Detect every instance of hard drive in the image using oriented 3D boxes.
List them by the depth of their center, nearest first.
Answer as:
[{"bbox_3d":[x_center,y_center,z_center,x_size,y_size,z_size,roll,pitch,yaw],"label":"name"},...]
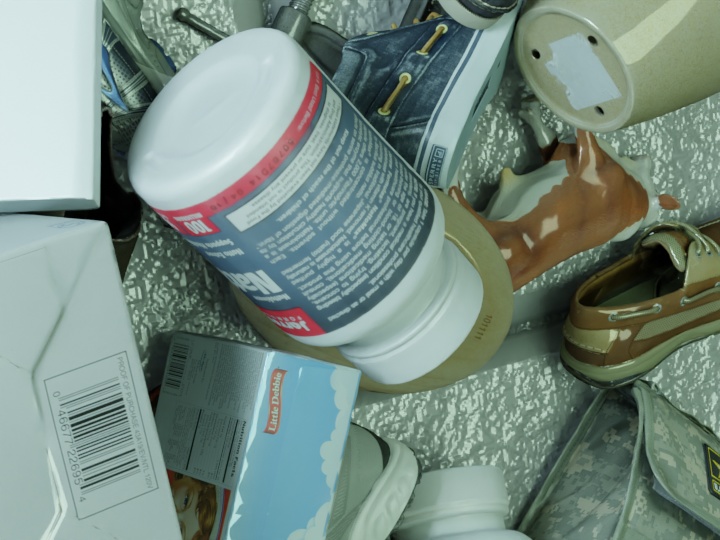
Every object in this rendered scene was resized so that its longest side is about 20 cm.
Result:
[{"bbox_3d":[-0.203,-0.129,1.099,0.132,0.027,0.200,-2,75,3],"label":"hard drive"}]

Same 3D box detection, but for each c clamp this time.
[{"bbox_3d":[-0.002,-0.194,1.301,0.171,0.027,0.200,36,75,-31],"label":"c clamp"}]

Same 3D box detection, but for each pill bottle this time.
[{"bbox_3d":[-0.023,-0.028,1.156,0.200,0.120,0.120,45,70,-32],"label":"pill bottle"},{"bbox_3d":[0.068,0.230,1.313,0.113,0.113,0.200,0,72,-34],"label":"pill bottle"}]

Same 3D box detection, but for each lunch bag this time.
[{"bbox_3d":[0.204,0.191,1.424,0.164,0.118,0.200,36,69,-31],"label":"lunch bag"}]

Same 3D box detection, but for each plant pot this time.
[{"bbox_3d":[0.195,-0.180,1.323,0.200,0.187,0.187,-42,116,-31],"label":"plant pot"}]

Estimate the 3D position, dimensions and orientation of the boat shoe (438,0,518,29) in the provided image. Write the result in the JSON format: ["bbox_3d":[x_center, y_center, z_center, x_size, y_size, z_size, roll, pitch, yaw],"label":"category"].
[{"bbox_3d":[0.064,-0.248,1.274,0.073,0.063,0.200,3,63,-38],"label":"boat shoe"}]

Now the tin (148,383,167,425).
[{"bbox_3d":[-0.073,0.149,1.281,0.112,0.042,0.200,-47,118,-16],"label":"tin"}]

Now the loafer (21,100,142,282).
[{"bbox_3d":[-0.158,-0.015,1.155,0.073,0.071,0.200,-52,144,-45],"label":"loafer"}]

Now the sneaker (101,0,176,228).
[{"bbox_3d":[-0.155,-0.109,1.190,0.085,0.077,0.200,-28,102,-18],"label":"sneaker"}]

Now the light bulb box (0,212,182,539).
[{"bbox_3d":[-0.209,0.078,1.086,0.125,0.200,0.198,-19,105,-32],"label":"light bulb box"}]

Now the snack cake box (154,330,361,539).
[{"bbox_3d":[-0.075,0.141,1.188,0.067,0.115,0.200,14,87,-34],"label":"snack cake box"}]

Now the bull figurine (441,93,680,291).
[{"bbox_3d":[0.125,-0.051,1.378,0.200,0.065,0.121,-32,108,-29],"label":"bull figurine"}]

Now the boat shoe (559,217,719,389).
[{"bbox_3d":[0.220,0.006,1.428,0.200,0.076,0.074,-33,134,-27],"label":"boat shoe"}]

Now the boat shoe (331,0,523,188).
[{"bbox_3d":[0.041,-0.134,1.290,0.200,0.091,0.071,-62,169,-48],"label":"boat shoe"}]

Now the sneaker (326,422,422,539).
[{"bbox_3d":[-0.040,0.180,1.250,0.079,0.074,0.200,32,70,-22],"label":"sneaker"}]

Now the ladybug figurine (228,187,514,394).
[{"bbox_3d":[0.000,0.000,1.282,0.200,0.072,0.136,26,96,-24],"label":"ladybug figurine"}]
